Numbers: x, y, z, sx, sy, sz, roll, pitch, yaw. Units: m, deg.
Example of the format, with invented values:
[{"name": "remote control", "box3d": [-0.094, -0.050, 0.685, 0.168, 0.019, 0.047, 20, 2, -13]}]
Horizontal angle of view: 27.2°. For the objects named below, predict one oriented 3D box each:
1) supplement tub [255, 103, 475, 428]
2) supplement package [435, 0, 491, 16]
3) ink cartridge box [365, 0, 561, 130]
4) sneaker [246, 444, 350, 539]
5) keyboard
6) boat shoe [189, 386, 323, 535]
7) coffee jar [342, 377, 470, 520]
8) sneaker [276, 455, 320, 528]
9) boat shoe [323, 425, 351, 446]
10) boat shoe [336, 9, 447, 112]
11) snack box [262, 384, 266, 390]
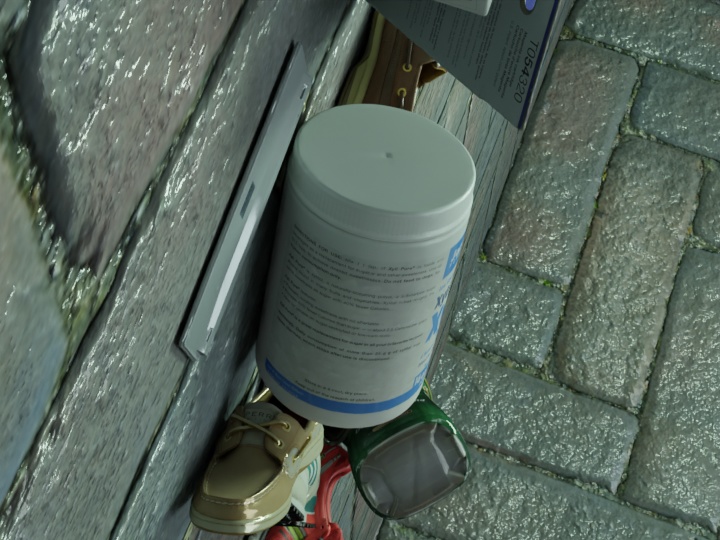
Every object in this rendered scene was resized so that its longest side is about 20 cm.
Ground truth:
[{"name": "supplement tub", "box3d": [0.000, 0.000, 1.056, 0.132, 0.131, 0.201, -62, 169, -50]}, {"name": "supplement package", "box3d": [0.034, -0.238, 0.775, 0.200, 0.116, 0.118, 80, 30, -76]}, {"name": "ink cartridge box", "box3d": [0.083, -0.224, 0.955, 0.043, 0.200, 0.198, -11, 131, -34]}, {"name": "sneaker", "box3d": [-0.060, 0.253, 1.413, 0.077, 0.084, 0.201, 80, 30, -74]}, {"name": "keyboard", "box3d": [-0.070, -0.042, 0.919, 0.056, 0.011, 0.202, 63, 46, -73]}, {"name": "boat shoe", "box3d": [-0.075, 0.128, 1.096, 0.200, 0.073, 0.070, -54, 149, -70]}, {"name": "coffee jar", "box3d": [0.028, 0.145, 1.389, 0.086, 0.104, 0.200, 62, -2, -20]}, {"name": "sneaker", "box3d": [-0.072, 0.163, 1.245, 0.200, 0.070, 0.094, 69, 23, -75]}, {"name": "boat shoe", "box3d": [-0.012, 0.063, 1.291, 0.061, 0.071, 0.202, 57, -36, 42]}, {"name": "boat shoe", "box3d": [0.038, -0.170, 1.152, 0.072, 0.067, 0.202, 76, 33, -76]}, {"name": "snack box", "box3d": [-0.041, 0.019, 1.208, 0.072, 0.024, 0.202, -51, 158, -72]}]
